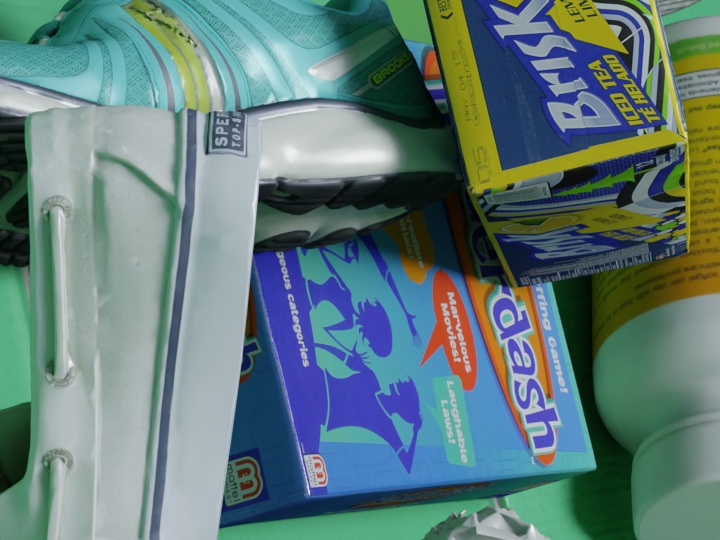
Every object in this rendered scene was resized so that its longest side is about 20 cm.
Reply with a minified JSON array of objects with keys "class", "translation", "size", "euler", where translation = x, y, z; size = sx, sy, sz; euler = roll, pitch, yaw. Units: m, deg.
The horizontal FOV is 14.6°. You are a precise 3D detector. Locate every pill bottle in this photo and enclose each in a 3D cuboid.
[{"class":"pill bottle","translation":[0.144,0.011,1.086],"size":[0.111,0.111,0.201],"euler":[41,41,-44]}]

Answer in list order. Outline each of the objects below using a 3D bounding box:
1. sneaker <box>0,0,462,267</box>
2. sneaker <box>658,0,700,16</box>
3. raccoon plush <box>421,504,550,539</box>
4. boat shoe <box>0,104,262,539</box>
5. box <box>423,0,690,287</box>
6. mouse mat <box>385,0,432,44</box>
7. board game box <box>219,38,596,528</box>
[{"class":"sneaker","translation":[-0.061,-0.048,0.765],"size":[0.199,0.077,0.080],"euler":[-1,69,-43]},{"class":"sneaker","translation":[0.079,-0.171,1.116],"size":[0.200,0.072,0.115],"euler":[18,54,-69]},{"class":"raccoon plush","translation":[0.015,0.090,0.738],"size":[0.096,0.200,0.134],"euler":[18,43,-20]},{"class":"boat shoe","translation":[-0.077,0.056,0.693],"size":[0.075,0.086,0.203],"euler":[-95,-167,-69]},{"class":"box","translation":[0.062,-0.046,0.851],"size":[0.200,0.064,0.070],"euler":[53,24,-80]},{"class":"mouse mat","translation":[0.024,-0.143,1.070],"size":[0.201,0.007,0.161],"euler":[66,28,-9]},{"class":"board game box","translation":[0.000,0.000,0.904],"size":[0.200,0.045,0.153],"euler":[1,73,-61]}]
